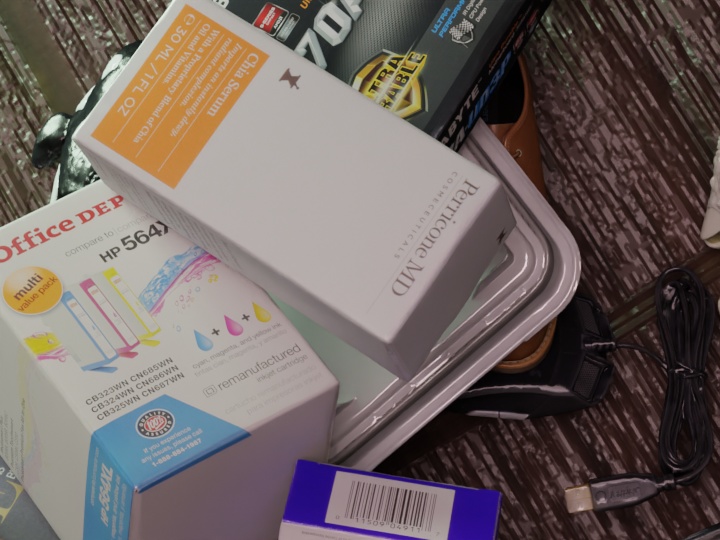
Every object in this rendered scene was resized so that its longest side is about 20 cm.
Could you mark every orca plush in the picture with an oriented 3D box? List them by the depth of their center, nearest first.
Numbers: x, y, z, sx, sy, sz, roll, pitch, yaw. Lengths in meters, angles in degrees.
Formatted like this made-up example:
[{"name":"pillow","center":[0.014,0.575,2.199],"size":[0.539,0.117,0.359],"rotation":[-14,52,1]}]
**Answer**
[{"name":"orca plush","center":[-0.159,-0.043,1.703],"size":[0.105,0.071,0.200],"rotation":[37,90,13]}]

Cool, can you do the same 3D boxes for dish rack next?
[{"name":"dish rack","center":[0.000,0.000,1.603],"size":[0.200,0.044,0.172],"rotation":[-41,69,10]}]

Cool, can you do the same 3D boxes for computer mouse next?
[{"name":"computer mouse","center":[0.099,0.073,1.646],"size":[0.199,0.046,0.141],"rotation":[-4,63,1]}]

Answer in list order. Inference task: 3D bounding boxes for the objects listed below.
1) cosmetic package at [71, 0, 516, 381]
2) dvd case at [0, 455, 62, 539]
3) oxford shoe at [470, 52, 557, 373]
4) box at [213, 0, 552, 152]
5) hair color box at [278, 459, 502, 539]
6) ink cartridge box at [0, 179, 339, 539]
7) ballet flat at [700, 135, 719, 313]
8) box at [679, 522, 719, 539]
[{"name":"cosmetic package","center":[-0.033,-0.044,1.493],"size":[0.199,0.071,0.102],"rotation":[32,80,18]},{"name":"dvd case","center":[-0.207,0.077,1.638],"size":[0.199,0.016,0.149],"rotation":[16,54,22]},{"name":"oxford shoe","center":[0.071,-0.043,1.641],"size":[0.071,0.071,0.201],"rotation":[-5,70,-3]},{"name":"box","center":[0.008,-0.144,1.591],"size":[0.158,0.046,0.201],"rotation":[27,72,17]},{"name":"hair color box","center":[0.006,0.202,1.536],"size":[0.109,0.065,0.201],"rotation":[9,118,3]},{"name":"ink cartridge box","center":[-0.122,0.051,1.553],"size":[0.128,0.126,0.200],"rotation":[-27,60,-25]},{"name":"ballet flat","center":[0.219,-0.004,1.636],"size":[0.071,0.072,0.201],"rotation":[-13,78,8]},{"name":"box","center":[0.163,0.254,1.575],"size":[0.159,0.044,0.201],"rotation":[-24,87,10]}]
